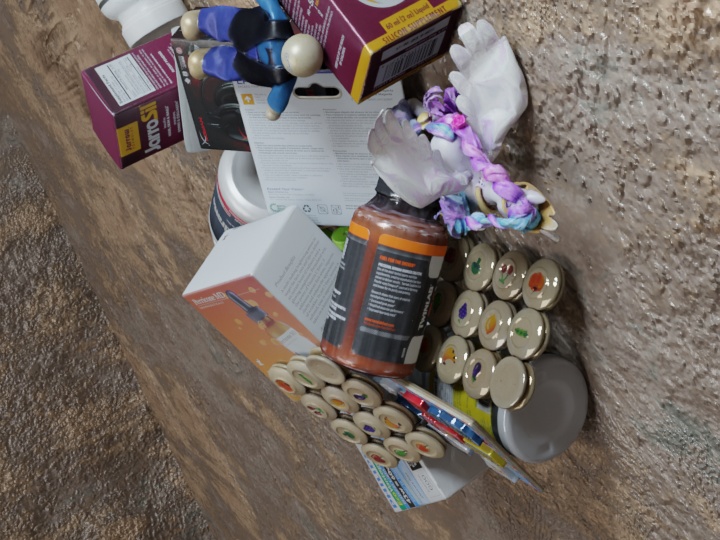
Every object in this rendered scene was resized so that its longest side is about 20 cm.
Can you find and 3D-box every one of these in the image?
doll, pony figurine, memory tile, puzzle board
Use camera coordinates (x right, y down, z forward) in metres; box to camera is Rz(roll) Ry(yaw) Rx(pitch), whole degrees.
[{"bbox_3d":[-0.101,-0.213,1.179,0.199,0.048,0.138,15,120,49],"label":"doll"},{"bbox_3d":[0.090,-0.108,1.102,0.193,0.166,0.200,50,172,-21],"label":"pony figurine"},{"bbox_3d":[0.124,0.049,1.228,0.199,0.017,0.155,19,93,57],"label":"memory tile"},{"bbox_3d":[-0.005,0.161,1.372,0.200,0.017,0.153,40,149,-17],"label":"memory tile"},{"bbox_3d":[0.091,0.165,1.288,0.199,0.017,0.151,26,164,51],"label":"puzzle board"}]

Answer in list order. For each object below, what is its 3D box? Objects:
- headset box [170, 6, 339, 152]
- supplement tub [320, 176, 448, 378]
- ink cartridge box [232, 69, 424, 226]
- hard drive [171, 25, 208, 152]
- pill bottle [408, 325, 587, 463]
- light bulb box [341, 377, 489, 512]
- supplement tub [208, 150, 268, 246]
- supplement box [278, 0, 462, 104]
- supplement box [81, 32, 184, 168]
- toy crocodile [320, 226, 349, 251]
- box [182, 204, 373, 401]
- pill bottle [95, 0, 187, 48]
[{"bbox_3d":[-0.094,-0.210,1.345,0.197,0.075,0.150,6,133,20],"label":"headset box"},{"bbox_3d":[0.030,0.003,1.250,0.107,0.106,0.202,27,105,53],"label":"supplement tub"},{"bbox_3d":[-0.025,-0.137,1.298,0.194,0.043,0.202,3,128,21],"label":"ink cartridge box"},{"bbox_3d":[-0.160,-0.230,1.492,0.201,0.130,0.026,94,162,-55],"label":"hard drive"},{"bbox_3d":[0.142,0.123,1.303,0.199,0.114,0.115,23,139,58],"label":"pill bottle"},{"bbox_3d":[0.069,0.184,1.529,0.199,0.124,0.200,57,158,5],"label":"light bulb box"},{"bbox_3d":[-0.126,-0.087,1.586,0.141,0.140,0.200,54,158,11],"label":"supplement tub"},{"bbox_3d":[-0.011,-0.274,1.130,0.201,0.110,0.086,53,158,15],"label":"supplement box"},{"bbox_3d":[-0.248,-0.233,1.560,0.086,0.199,0.111,51,157,25],"label":"supplement box"},{"bbox_3d":[0.000,0.000,1.527,0.200,0.061,0.068,38,150,45],"label":"toy crocodile"},{"bbox_3d":[-0.075,0.043,1.386,0.200,0.107,0.152,45,146,-22],"label":"box"},{"bbox_3d":[-0.319,-0.412,1.628,0.202,0.116,0.116,61,158,-6],"label":"pill bottle"}]
